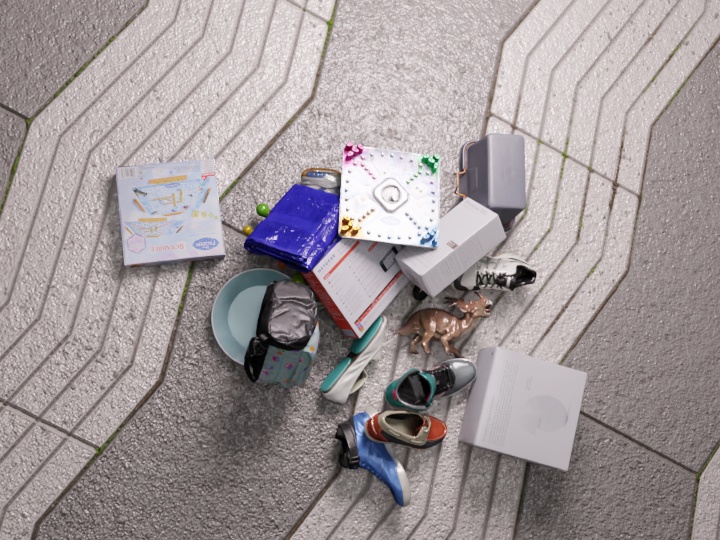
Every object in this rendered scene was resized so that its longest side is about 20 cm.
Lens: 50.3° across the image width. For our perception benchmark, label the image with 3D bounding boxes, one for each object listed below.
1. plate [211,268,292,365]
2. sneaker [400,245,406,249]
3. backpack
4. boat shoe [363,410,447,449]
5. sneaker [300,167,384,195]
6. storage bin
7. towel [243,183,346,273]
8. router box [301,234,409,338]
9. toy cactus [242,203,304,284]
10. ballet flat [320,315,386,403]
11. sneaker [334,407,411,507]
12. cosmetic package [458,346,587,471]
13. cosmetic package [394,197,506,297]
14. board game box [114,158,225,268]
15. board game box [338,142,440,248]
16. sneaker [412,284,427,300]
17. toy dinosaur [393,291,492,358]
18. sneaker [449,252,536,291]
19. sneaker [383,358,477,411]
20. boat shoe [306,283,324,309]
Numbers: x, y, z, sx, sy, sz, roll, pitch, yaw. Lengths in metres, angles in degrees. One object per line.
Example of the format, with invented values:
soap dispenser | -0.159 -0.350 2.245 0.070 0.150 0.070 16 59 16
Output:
plate | -0.200 0.096 1.545 0.198 0.026 0.202 1 82 -9
sneaker | 0.052 -0.115 1.599 0.081 0.074 0.202 -16 73 -10
backpack | -0.143 0.138 1.437 0.125 0.201 0.168 16 45 -3
boat shoe | 0.101 0.308 1.509 0.199 0.063 0.072 12 53 -35
sneaker | -0.026 -0.158 1.570 0.198 0.075 0.089 8 109 18
storage bin | 0.277 -0.194 1.612 0.144 0.134 0.202 2 80 -9
towel | -0.115 -0.090 1.470 0.147 0.050 0.200 20 47 15
router box | 0.000 0.000 1.520 0.200 0.049 0.180 -47 118 -27
toy cactus | -0.140 -0.049 1.548 0.164 0.103 0.201 -14 56 -34
ballet flat | 0.000 0.184 1.552 0.069 0.069 0.200 38 82 -2
sneaker | 0.017 0.383 1.509 0.110 0.077 0.201 -20 81 -18
cosmetic package | 0.325 0.279 1.554 0.198 0.123 0.201 17 79 -8
cosmetic package | 0.179 -0.048 1.523 0.200 0.102 0.074 -40 131 -10
board game box | -0.381 -0.116 1.538 0.198 0.041 0.202 -6 82 -10
board game box | 0.060 -0.150 1.492 0.198 0.026 0.202 6 68 -9
sneaker | 0.196 0.000 1.602 0.088 0.076 0.200 43 77 -7
toy dinosaur | 0.163 0.107 1.576 0.198 0.086 0.137 5 81 -4
sneaker | 0.276 0.007 1.573 0.198 0.088 0.076 -11 116 -28
sneaker | 0.145 0.224 1.524 0.198 0.121 0.084 -19 85 -4
boat shoe | -0.065 0.040 1.542 0.199 0.062 0.072 -31 90 -26
